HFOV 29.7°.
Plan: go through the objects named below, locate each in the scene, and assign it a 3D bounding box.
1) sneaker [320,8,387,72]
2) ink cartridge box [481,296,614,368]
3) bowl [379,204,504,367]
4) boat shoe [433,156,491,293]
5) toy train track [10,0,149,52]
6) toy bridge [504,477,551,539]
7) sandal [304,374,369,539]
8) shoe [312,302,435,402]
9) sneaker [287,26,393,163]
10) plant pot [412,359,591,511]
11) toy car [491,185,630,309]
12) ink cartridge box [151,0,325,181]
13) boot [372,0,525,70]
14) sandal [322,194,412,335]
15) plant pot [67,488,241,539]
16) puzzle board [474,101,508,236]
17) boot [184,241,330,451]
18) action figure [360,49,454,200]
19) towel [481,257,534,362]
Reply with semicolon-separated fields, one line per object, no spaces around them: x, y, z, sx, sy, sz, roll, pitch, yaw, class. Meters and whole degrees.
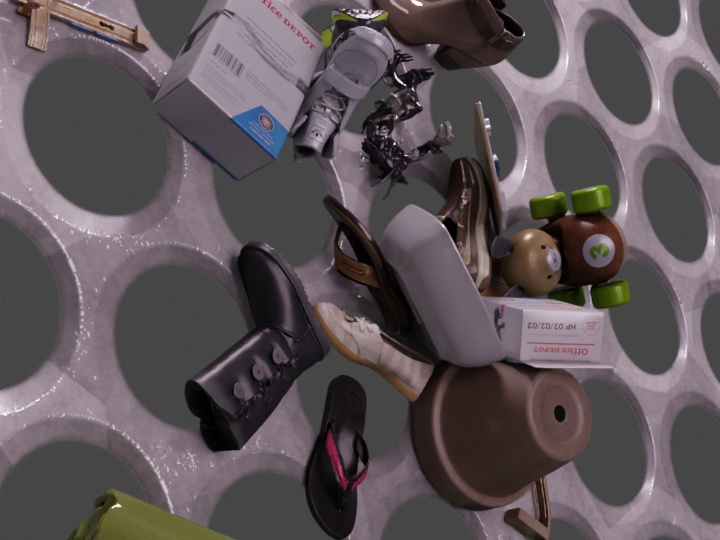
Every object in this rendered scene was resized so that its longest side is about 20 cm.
-0.007;-0.279;1.720;0.073;0.200;0.082;-1;85;-8;sneaker
0.232;0.077;1.719;0.113;0.200;0.069;2;95;-17;ink cartridge box
0.091;0.028;1.696;0.074;0.200;0.202;-29;106;-5;bowl
0.132;-0.069;1.845;0.074;0.075;0.205;8;58;-19;boat shoe
-0.315;-0.291;1.516;0.198;0.032;0.117;17;62;-41;toy train track
0.221;0.338;1.793;0.067;0.027;0.202;39;50;-29;toy bridge
-0.019;0.213;1.591;0.075;0.045;0.203;29;55;-34;sandal
0.016;0.089;1.656;0.199;0.053;0.070;39;13;-34;shoe
-0.028;-0.207;1.655;0.074;0.200;0.116;28;60;-15;sneaker
0.191;0.193;1.700;0.198;0.174;0.204;10;72;-35;plant pot
0.255;-0.013;1.867;0.198;0.157;0.167;-16;96;-41;toy car
-0.142;-0.235;1.627;0.145;0.083;0.202;40;49;-24;ink cartridge box
0.130;-0.359;1.907;0.199;0.145;0.071;34;54;-30;boot
0.000;0.000;1.694;0.054;0.082;0.202;-30;108;-12;sandal
-0.194;0.309;1.296;0.189;0.200;0.202;34;51;-13;plant pot
0.180;-0.130;1.864;0.200;0.017;0.153;64;14;-78;puzzle board
-0.134;0.083;1.525;0.200;0.065;0.166;-42;102;-41;boot
0.057;-0.196;1.801;0.119;0.101;0.203;35;49;-44;action figure
0.198;0.077;1.884;0.145;0.022;0.203;17;62;-41;towel
